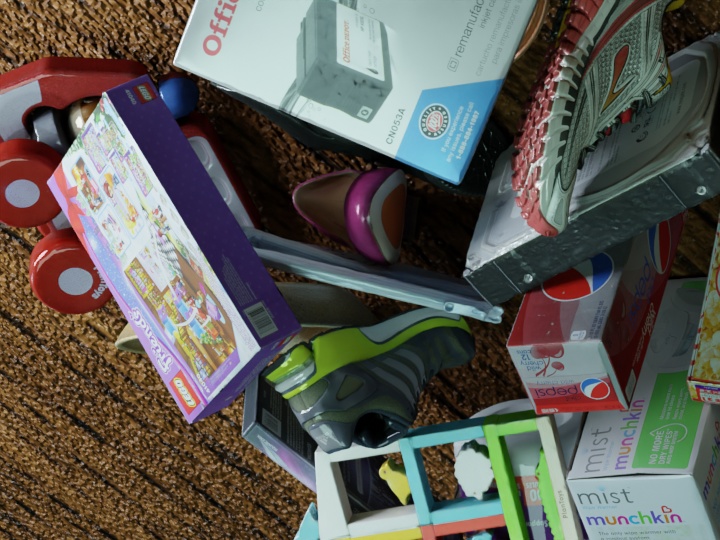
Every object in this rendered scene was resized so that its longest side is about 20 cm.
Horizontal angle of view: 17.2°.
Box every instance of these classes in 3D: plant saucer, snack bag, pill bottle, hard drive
[{"bbox_3d":[-0.080,0.035,1.746,0.199,0.036,0.200,-3,172,0],"label":"plant saucer"},{"bbox_3d":[0.000,0.000,1.650,0.188,0.200,0.022,14,92,-3],"label":"snack bag"},{"bbox_3d":[0.133,0.200,1.713,0.112,0.112,0.201,-1,108,24],"label":"pill bottle"},{"bbox_3d":[0.161,-0.068,1.537,0.200,0.140,0.038,-29,116,35],"label":"hard drive"}]

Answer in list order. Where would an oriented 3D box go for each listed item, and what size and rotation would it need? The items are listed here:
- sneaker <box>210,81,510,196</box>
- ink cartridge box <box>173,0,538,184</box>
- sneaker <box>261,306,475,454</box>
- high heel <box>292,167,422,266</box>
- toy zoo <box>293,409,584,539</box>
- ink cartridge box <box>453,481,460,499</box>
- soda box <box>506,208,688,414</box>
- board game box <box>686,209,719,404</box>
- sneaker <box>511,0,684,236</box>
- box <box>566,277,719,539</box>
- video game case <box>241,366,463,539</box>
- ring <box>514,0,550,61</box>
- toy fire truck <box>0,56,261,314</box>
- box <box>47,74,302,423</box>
[{"bbox_3d":[0.003,-0.104,1.635,0.199,0.060,0.104,19,178,-32],"label":"sneaker"},{"bbox_3d":[0.002,-0.163,1.501,0.199,0.084,0.146,23,107,2],"label":"ink cartridge box"},{"bbox_3d":[0.015,0.079,1.635,0.074,0.200,0.081,-31,79,39],"label":"sneaker"},{"bbox_3d":[-0.015,-0.040,1.630,0.096,0.068,0.200,7,178,7],"label":"high heel"},{"bbox_3d":[0.050,0.172,1.650,0.199,0.020,0.132,-11,105,15],"label":"toy zoo"},{"bbox_3d":[0.172,0.219,1.850,0.146,0.083,0.200,-4,129,26],"label":"ink cartridge box"},{"bbox_3d":[0.159,0.003,1.570,0.070,0.200,0.064,-5,129,27],"label":"soda box"},{"bbox_3d":[0.325,0.023,1.552,0.199,0.152,0.046,9,162,16],"label":"board game box"},{"bbox_3d":[0.152,-0.114,1.478,0.082,0.201,0.078,23,170,-6],"label":"sneaker"},{"bbox_3d":[0.227,0.134,1.665,0.096,0.200,0.177,-4,128,25],"label":"box"},{"bbox_3d":[-0.003,0.152,1.745,0.200,0.143,0.019,39,101,-11],"label":"video game case"},{"bbox_3d":[0.030,-0.204,1.562,0.200,0.019,0.201,12,134,13],"label":"ring"},{"bbox_3d":[-0.179,-0.075,1.726,0.167,0.112,0.200,-21,124,8],"label":"toy fire truck"},{"bbox_3d":[-0.127,-0.012,1.585,0.200,0.039,0.137,59,146,9],"label":"box"}]
